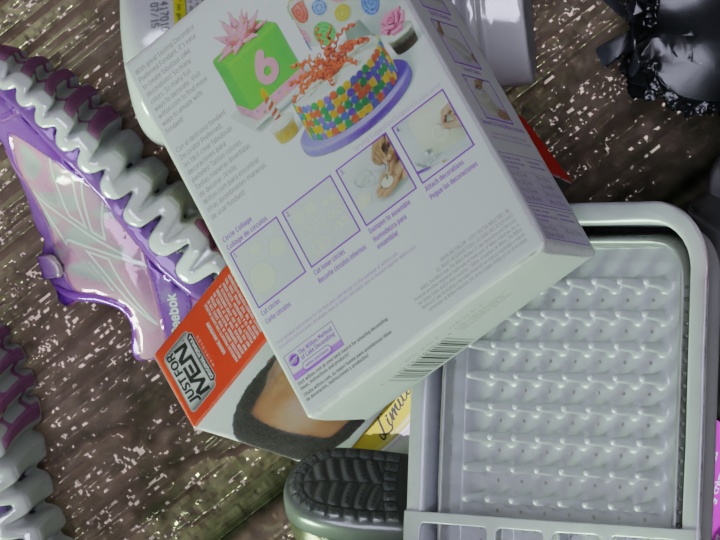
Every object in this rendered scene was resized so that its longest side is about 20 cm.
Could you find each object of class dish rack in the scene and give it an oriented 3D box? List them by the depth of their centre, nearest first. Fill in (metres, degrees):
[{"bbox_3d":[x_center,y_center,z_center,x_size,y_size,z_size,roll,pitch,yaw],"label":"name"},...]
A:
[{"bbox_3d":[0.099,0.070,1.284,0.172,0.044,0.200,-1,86,43],"label":"dish rack"}]

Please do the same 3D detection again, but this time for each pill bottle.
[{"bbox_3d":[-0.015,-0.123,1.400,0.200,0.109,0.109,-5,94,7],"label":"pill bottle"}]

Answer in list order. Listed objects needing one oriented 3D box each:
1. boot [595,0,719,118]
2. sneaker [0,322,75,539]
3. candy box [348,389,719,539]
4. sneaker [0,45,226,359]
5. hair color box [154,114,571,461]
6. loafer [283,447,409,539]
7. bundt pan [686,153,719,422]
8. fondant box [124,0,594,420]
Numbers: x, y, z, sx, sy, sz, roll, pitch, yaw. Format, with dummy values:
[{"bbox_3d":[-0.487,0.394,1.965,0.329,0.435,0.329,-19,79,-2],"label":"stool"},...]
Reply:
[{"bbox_3d":[0.221,-0.160,1.390,0.198,0.073,0.163,0,104,-6],"label":"boot"},{"bbox_3d":[-0.209,0.114,1.462,0.088,0.080,0.200,-13,94,15],"label":"sneaker"},{"bbox_3d":[0.107,0.092,1.430,0.200,0.061,0.136,29,98,4],"label":"candy box"},{"bbox_3d":[-0.142,-0.030,1.435,0.200,0.080,0.088,44,106,0],"label":"sneaker"},{"bbox_3d":[0.000,0.000,1.371,0.200,0.101,0.061,-51,45,19],"label":"hair color box"},{"bbox_3d":[0.060,0.138,1.383,0.200,0.075,0.070,11,131,5],"label":"loafer"},{"bbox_3d":[0.204,-0.016,1.341,0.076,0.202,0.202,29,98,16],"label":"bundt pan"},{"bbox_3d":[-0.003,-0.052,1.277,0.144,0.058,0.200,-37,71,23],"label":"fondant box"}]
